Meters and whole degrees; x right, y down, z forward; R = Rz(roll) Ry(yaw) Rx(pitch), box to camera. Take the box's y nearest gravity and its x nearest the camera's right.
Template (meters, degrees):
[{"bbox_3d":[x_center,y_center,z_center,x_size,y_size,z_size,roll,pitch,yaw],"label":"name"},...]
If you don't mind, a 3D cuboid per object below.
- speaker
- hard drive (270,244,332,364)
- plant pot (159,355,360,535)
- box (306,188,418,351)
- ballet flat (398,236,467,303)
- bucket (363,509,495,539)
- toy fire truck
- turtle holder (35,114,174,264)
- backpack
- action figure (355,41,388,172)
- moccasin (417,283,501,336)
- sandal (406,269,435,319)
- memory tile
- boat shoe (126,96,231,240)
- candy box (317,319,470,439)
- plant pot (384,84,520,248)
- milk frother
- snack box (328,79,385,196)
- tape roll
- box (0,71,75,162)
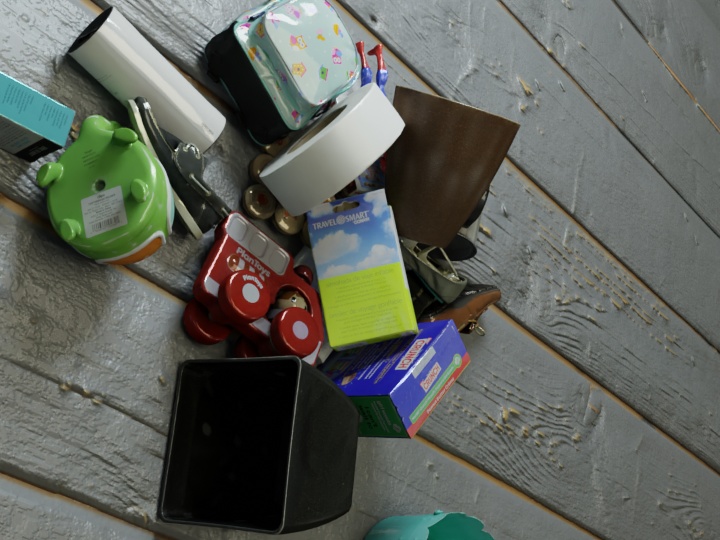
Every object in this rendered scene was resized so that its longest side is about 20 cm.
[{"bbox_3d":[-0.265,-0.230,1.166,0.200,0.081,0.081,44,55,-29],"label":"speaker"},{"bbox_3d":[-0.046,0.019,1.372,0.132,0.026,0.200,54,50,-23],"label":"hard drive"},{"bbox_3d":[-0.109,0.224,1.172,0.177,0.199,0.201,24,66,-52],"label":"plant pot"},{"bbox_3d":[0.000,0.000,1.287,0.048,0.121,0.201,51,27,-76],"label":"box"},{"bbox_3d":[0.087,-0.031,1.457,0.200,0.064,0.067,42,16,-14],"label":"ballet flat"},{"bbox_3d":[0.097,0.452,1.359,0.206,0.134,0.209,8,78,-43],"label":"bucket"},{"bbox_3d":[-0.124,0.034,1.227,0.200,0.112,0.169,38,49,-22],"label":"toy fire truck"},{"bbox_3d":[-0.294,-0.088,1.089,0.141,0.185,0.132,-46,156,-7],"label":"turtle holder"},{"bbox_3d":[-0.092,-0.298,1.302,0.176,0.153,0.200,57,43,-14],"label":"backpack"},{"bbox_3d":[0.024,-0.244,1.419,0.065,0.052,0.201,0,73,-42],"label":"action figure"},{"bbox_3d":[0.164,0.076,1.537,0.201,0.073,0.078,-30,112,-46],"label":"moccasin"},{"bbox_3d":[0.058,0.051,1.434,0.080,0.057,0.201,56,25,8],"label":"sandal"},{"bbox_3d":[-0.074,-0.110,1.352,0.199,0.017,0.154,27,61,-30],"label":"memory tile"},{"bbox_3d":[-0.229,-0.135,1.167,0.067,0.072,0.201,-32,123,-10],"label":"boat shoe"},{"bbox_3d":[0.028,0.151,1.299,0.169,0.199,0.077,-44,112,-39],"label":"candy box"},{"bbox_3d":[0.110,-0.141,1.342,0.186,0.187,0.201,8,103,-43],"label":"plant pot"},{"bbox_3d":[0.111,-0.145,1.500,0.199,0.181,0.189,12,68,3],"label":"milk frother"},{"bbox_3d":[-0.007,-0.204,1.419,0.072,0.024,0.201,6,64,-44],"label":"snack box"},{"bbox_3d":[-0.038,-0.163,1.255,0.071,0.202,0.203,50,52,-14],"label":"tape roll"},{"bbox_3d":[-0.419,-0.189,1.006,0.199,0.082,0.049,28,64,-38],"label":"box"}]
